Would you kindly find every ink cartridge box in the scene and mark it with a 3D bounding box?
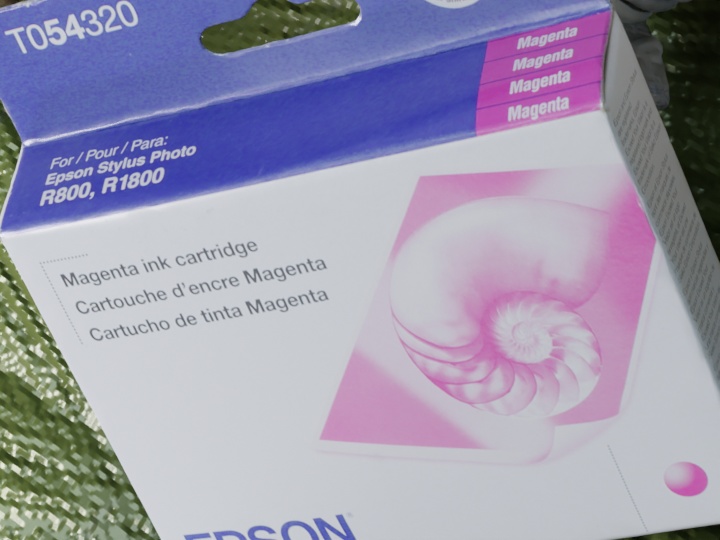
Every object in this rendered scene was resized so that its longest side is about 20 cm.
[{"bbox_3d":[0.000,0.000,0.794,0.195,0.201,0.043,-12,31,26],"label":"ink cartridge box"}]

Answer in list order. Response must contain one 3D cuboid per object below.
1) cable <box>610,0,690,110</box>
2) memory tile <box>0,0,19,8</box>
[{"bbox_3d":[0.062,-0.173,0.799,0.069,0.200,0.201,-21,42,22],"label":"cable"},{"bbox_3d":[-0.070,-0.129,0.884,0.153,0.200,0.017,-28,105,20],"label":"memory tile"}]
